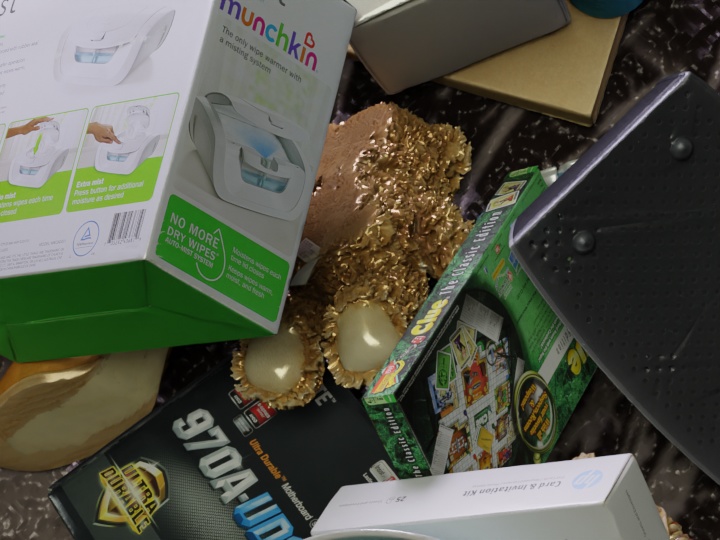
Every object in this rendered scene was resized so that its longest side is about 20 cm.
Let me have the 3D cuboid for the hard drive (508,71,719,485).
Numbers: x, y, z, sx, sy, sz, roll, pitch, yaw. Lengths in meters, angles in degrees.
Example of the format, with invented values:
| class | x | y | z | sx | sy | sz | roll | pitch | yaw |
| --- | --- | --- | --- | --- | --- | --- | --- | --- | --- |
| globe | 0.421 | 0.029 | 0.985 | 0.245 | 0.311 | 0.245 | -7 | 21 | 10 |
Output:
| class | x | y | z | sx | sy | sz | roll | pitch | yaw |
| --- | --- | --- | --- | --- | --- | --- | --- | --- | --- |
| hard drive | 0.171 | 0.008 | 1.400 | 0.135 | 0.042 | 0.200 | -44 | 115 | 1 |

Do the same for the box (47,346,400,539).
| class | x | y | z | sx | sy | sz | roll | pitch | yaw |
| --- | --- | --- | --- | --- | --- | --- | --- | --- | --- |
| box | -0.050 | 0.129 | 1.409 | 0.159 | 0.046 | 0.200 | -36 | 39 | -4 |

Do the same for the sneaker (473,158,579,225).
| class | x | y | z | sx | sy | sz | roll | pitch | yaw |
| --- | --- | --- | --- | --- | --- | --- | --- | --- | --- |
| sneaker | 0.156 | -0.020 | 1.453 | 0.199 | 0.075 | 0.087 | -13 | 80 | 7 |

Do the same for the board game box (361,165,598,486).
| class | x | y | z | sx | sy | sz | roll | pitch | yaw |
| --- | --- | --- | --- | --- | --- | --- | --- | --- | --- |
| board game box | 0.065 | 0.045 | 1.362 | 0.023 | 0.200 | 0.105 | -14 | 115 | 33 |

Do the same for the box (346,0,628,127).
| class | x | y | z | sx | sy | sz | roll | pitch | yaw |
| --- | --- | --- | --- | --- | --- | --- | --- | --- | --- |
| box | 0.054 | -0.180 | 1.534 | 0.199 | 0.021 | 0.164 | 16 | 81 | 13 |

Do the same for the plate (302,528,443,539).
| class | x | y | z | sx | sy | sz | roll | pitch | yaw |
| --- | --- | --- | --- | --- | --- | --- | --- | --- | --- |
| plate | 0.038 | 0.191 | 1.276 | 0.199 | 0.201 | 0.026 | 23 | 40 | 15 |

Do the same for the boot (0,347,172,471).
| class | x | y | z | sx | sy | sz | roll | pitch | yaw |
| --- | --- | --- | --- | --- | --- | --- | --- | --- | --- |
| boot | -0.132 | 0.004 | 1.503 | 0.201 | 0.071 | 0.145 | -39 | 40 | 31 |

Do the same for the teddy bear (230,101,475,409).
| class | x | y | z | sx | sy | sz | roll | pitch | yaw |
| --- | --- | --- | --- | --- | --- | --- | --- | --- | --- |
| teddy bear | 0.000 | 0.000 | 1.442 | 0.144 | 0.067 | 0.200 | -29 | 30 | 14 |

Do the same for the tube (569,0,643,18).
| class | x | y | z | sx | sy | sz | roll | pitch | yaw |
| --- | --- | --- | --- | --- | --- | --- | --- | --- | --- |
| tube | 0.113 | -0.178 | 1.407 | 0.050 | 0.200 | 0.078 | -37 | 75 | 1 |

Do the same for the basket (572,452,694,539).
| class | x | y | z | sx | sy | sz | roll | pitch | yaw |
| --- | --- | --- | --- | --- | --- | --- | --- | --- | --- |
| basket | 0.134 | 0.207 | 1.360 | 0.143 | 0.149 | 0.200 | -45 | 74 | -2 |

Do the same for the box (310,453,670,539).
| class | x | y | z | sx | sy | sz | roll | pitch | yaw |
| --- | --- | --- | --- | --- | --- | --- | --- | --- | --- |
| box | 0.086 | 0.181 | 1.285 | 0.155 | 0.041 | 0.201 | -9 | 116 | 33 |

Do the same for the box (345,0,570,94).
| class | x | y | z | sx | sy | sz | roll | pitch | yaw |
| --- | --- | --- | --- | --- | --- | --- | --- | --- | --- |
| box | 0.020 | -0.212 | 1.470 | 0.108 | 0.128 | 0.201 | -21 | 74 | 7 |

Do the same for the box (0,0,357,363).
| class | x | y | z | sx | sy | sz | roll | pitch | yaw |
| --- | --- | --- | --- | --- | --- | --- | --- | --- | --- |
| box | -0.120 | -0.059 | 1.394 | 0.199 | 0.097 | 0.177 | -8 | 60 | 44 |
